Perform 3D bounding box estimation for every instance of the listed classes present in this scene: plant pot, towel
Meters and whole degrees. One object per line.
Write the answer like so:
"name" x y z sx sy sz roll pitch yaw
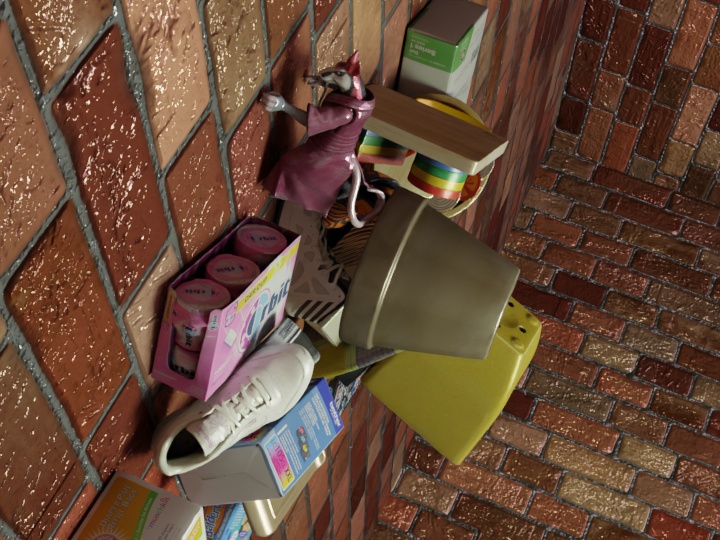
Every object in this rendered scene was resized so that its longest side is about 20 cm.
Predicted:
"plant pot" 0.159 0.127 1.644 0.200 0.195 0.194 -51 176 33
"plant pot" 0.089 0.022 1.311 0.200 0.173 0.200 22 90 -81
"towel" 0.004 0.074 1.511 0.023 0.200 0.144 50 31 -37

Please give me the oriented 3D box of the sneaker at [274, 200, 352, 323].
"sneaker" -0.045 -0.027 1.335 0.076 0.115 0.201 -46 154 -60

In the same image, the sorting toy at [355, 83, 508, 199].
"sorting toy" 0.068 -0.162 1.402 0.070 0.200 0.199 -69 168 20

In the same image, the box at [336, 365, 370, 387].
"box" 0.033 0.052 1.679 0.182 0.104 0.200 -44 -179 28

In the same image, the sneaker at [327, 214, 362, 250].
"sneaker" 0.004 -0.067 1.588 0.078 0.075 0.200 81 31 -61

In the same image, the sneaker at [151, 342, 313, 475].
"sneaker" -0.131 0.152 1.147 0.200 0.075 0.100 -36 -171 1

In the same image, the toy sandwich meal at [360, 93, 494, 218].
"toy sandwich meal" 0.100 -0.162 1.566 0.070 0.205 0.205 -140 -111 -73

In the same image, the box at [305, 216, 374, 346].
"box" 0.000 0.000 1.497 0.200 0.082 0.068 -47 150 -9

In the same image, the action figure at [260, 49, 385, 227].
"action figure" -0.028 -0.142 1.176 0.134 0.149 0.200 -47 169 -46

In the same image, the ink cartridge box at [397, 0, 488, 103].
"ink cartridge box" 0.116 -0.292 1.654 0.146 0.084 0.200 -55 162 -48

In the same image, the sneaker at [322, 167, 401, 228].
"sneaker" -0.004 -0.085 1.422 0.200 0.112 0.078 58 55 -76

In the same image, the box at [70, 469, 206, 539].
"box" -0.229 0.315 1.149 0.200 0.101 0.113 96 19 -51

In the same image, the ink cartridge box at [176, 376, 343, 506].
"ink cartridge box" -0.114 0.195 1.309 0.200 0.136 0.076 -39 113 -58

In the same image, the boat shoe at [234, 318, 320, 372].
"boat shoe" -0.111 0.126 1.260 0.199 0.068 0.074 -43 -175 40

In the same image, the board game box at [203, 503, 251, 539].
"board game box" -0.181 0.342 1.532 0.152 0.045 0.200 52 60 -75

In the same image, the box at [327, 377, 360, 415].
"box" -0.029 0.163 1.881 0.199 0.050 0.200 -54 161 -48

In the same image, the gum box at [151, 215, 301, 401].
"gum box" -0.140 0.037 1.147 0.200 0.066 0.114 -50 159 -57

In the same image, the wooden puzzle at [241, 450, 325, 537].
"wooden puzzle" -0.122 0.228 1.473 0.200 0.037 0.185 -43 120 -59
